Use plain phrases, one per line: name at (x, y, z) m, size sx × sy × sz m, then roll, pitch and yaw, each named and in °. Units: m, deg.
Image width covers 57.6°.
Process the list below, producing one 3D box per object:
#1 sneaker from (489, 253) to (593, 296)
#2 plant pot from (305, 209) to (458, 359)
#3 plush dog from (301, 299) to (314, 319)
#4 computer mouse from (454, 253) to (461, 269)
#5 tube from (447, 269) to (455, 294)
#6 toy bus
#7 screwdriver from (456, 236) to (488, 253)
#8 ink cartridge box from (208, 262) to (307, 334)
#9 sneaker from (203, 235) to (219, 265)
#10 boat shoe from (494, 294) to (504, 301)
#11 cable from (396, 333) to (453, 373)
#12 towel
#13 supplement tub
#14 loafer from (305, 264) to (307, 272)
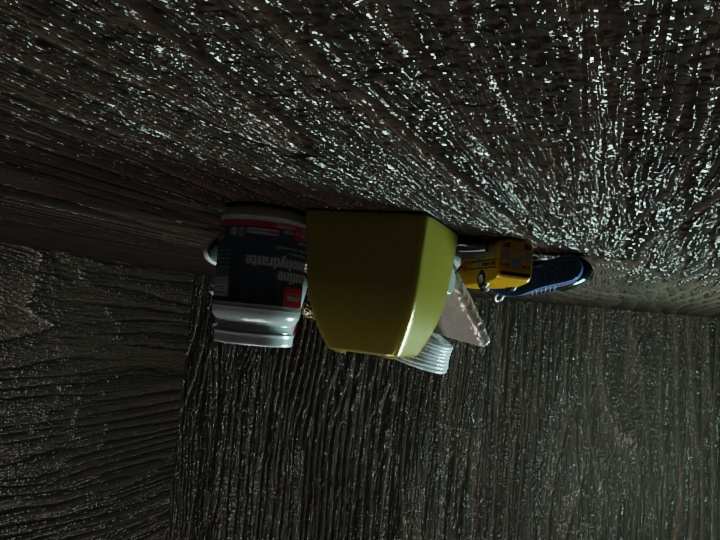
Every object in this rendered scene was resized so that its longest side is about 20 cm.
sneaker at (0.336, 0.015, 1.224) m, size 0.197 × 0.072 × 0.077 m, roll -9°, pitch 164°, yaw 42°
plant pot at (0.029, 0.027, 1.002) m, size 0.189 × 0.206 × 0.195 m, roll 4°, pitch 175°, yaw 23°
plush dog at (-0.071, 0.043, 1.552) m, size 0.195 × 0.177 × 0.160 m, roll 6°, pitch 174°, yaw -15°
computer mouse at (0.194, -0.017, 1.277) m, size 0.194 × 0.045 × 0.110 m, roll 7°, pitch 175°, yaw -12°
tube at (0.064, 0.015, 1.131) m, size 0.196 × 0.053 × 0.058 m, roll -2°, pitch 143°, yaw 32°
toy bus at (0.223, -0.005, 1.141) m, size 0.063 × 0.081 × 0.200 m, roll 6°, pitch 176°, yaw -14°
screwdriver at (0.116, -0.043, 1.094) m, size 0.195 × 0.029 × 0.029 m, roll 1°, pitch -156°, yaw 18°
ink cartridge box at (-0.181, 0.027, 1.210) m, size 0.081 × 0.148 × 0.201 m, roll 4°, pitch 149°, yaw 21°
sneaker at (-0.229, -0.043, 1.387) m, size 0.197 × 0.073 × 0.098 m, roll 1°, pitch 178°, yaw -45°
boat shoe at (0.298, 0.022, 1.355) m, size 0.073 × 0.089 × 0.201 m, roll 7°, pitch 176°, yaw -26°
cable at (0.094, 0.138, 1.330) m, size 0.196 × 0.071 × 0.200 m, roll 24°, pitch -176°, yaw -14°
towel at (0.140, 0.040, 1.213) m, size 0.032 × 0.203 × 0.190 m, roll -37°, pitch -159°, yaw -21°
supplement tub at (-0.155, 0.010, 1.010) m, size 0.136 × 0.206 × 0.140 m, roll 5°, pitch 176°, yaw 0°
loafer at (-0.039, -0.019, 1.159) m, size 0.195 × 0.077 × 0.069 m, roll 2°, pitch 144°, yaw -20°
